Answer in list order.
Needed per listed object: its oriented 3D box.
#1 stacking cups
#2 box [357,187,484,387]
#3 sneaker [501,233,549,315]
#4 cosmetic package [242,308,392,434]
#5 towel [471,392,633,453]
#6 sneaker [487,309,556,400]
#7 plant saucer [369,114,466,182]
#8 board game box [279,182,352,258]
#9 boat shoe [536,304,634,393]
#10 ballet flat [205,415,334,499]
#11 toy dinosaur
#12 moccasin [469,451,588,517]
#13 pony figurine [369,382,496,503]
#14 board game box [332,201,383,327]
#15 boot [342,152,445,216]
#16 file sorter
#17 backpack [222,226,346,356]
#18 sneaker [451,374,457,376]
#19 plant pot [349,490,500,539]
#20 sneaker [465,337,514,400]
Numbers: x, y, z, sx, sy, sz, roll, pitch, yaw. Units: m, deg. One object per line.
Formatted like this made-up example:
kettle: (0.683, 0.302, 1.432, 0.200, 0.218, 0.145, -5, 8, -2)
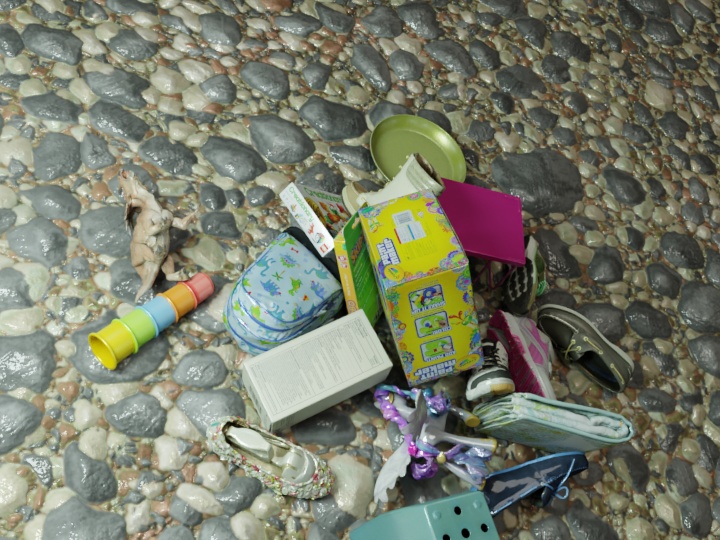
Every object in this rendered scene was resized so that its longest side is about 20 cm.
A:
stacking cups: (-0.299, 0.063, 1.193, 0.060, 0.061, 0.200, 44, 53, 9)
box: (0.090, 0.023, 1.204, 0.121, 0.194, 0.201, -17, 37, -1)
sneaker: (0.309, 0.017, 1.458, 0.088, 0.077, 0.201, 39, 37, -16)
cosmetic package: (-0.065, 0.149, 1.204, 0.198, 0.073, 0.104, -22, 69, -20)
towel: (0.289, 0.237, 1.256, 0.198, 0.171, 0.049, 17, 69, -12)
sneaker: (0.291, 0.152, 1.367, 0.087, 0.082, 0.202, -2, 57, -24)
plant saucer: (0.107, -0.211, 1.559, 0.198, 0.031, 0.202, 10, 56, -15)
board game box: (-0.042, -0.075, 1.337, 0.127, 0.035, 0.200, 54, 17, 16)
boat shoe: (0.389, 0.136, 1.427, 0.201, 0.072, 0.060, 37, 47, -1)
ballet flat: (-0.123, 0.262, 1.137, 0.198, 0.064, 0.076, 24, 59, -7)
toy dinosaur: (-0.322, -0.047, 1.238, 0.086, 0.134, 0.202, 21, 74, -55)
moccasin: (0.264, 0.334, 1.254, 0.198, 0.081, 0.069, -14, 62, -14)
pony figurine: (0.098, 0.247, 1.204, 0.198, 0.168, 0.193, 23, 21, -3)
board game box: (0.000, 0.000, 1.280, 0.030, 0.202, 0.096, 7, 35, 23)
boot: (0.054, -0.132, 1.356, 0.072, 0.155, 0.200, 21, 23, -36)
file sorter: (0.167, -0.059, 1.427, 0.198, 0.126, 0.140, 12, 56, -14)
backpack: (-0.120, 0.039, 1.247, 0.200, 0.154, 0.163, -41, 87, -24)
sneaker: (0.141, 0.095, 1.342, 0.080, 0.089, 0.201, -1, 39, 19)
plant pot: (0.097, 0.370, 1.073, 0.140, 0.200, 0.142, -6, 60, -26)
sneaker: (0.195, 0.150, 1.268, 0.075, 0.200, 0.089, -9, 85, 7)
